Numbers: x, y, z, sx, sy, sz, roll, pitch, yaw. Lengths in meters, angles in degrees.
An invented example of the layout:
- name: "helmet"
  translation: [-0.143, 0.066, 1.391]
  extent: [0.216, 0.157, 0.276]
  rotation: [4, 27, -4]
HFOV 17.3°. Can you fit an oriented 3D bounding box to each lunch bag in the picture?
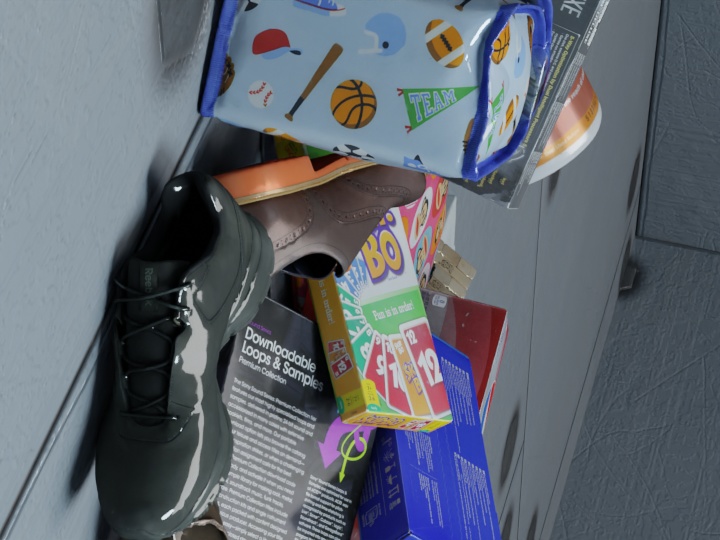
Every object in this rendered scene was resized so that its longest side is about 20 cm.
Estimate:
- name: "lunch bag"
  translation: [0.000, -0.014, 1.639]
  extent: [0.201, 0.081, 0.177]
  rotation: [85, 24, -57]
- name: "lunch bag"
  translation: [0.018, -0.130, 1.372]
  extent: [0.200, 0.169, 0.125]
  rotation: [-22, 127, -75]

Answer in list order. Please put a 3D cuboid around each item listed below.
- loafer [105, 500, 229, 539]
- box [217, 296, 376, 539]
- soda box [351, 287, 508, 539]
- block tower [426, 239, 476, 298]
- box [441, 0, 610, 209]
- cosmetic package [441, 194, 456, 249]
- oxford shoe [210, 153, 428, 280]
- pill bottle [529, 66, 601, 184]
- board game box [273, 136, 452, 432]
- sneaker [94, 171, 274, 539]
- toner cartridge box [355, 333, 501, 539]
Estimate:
- name: "loafer"
  translation: [-0.098, 0.206, 1.301]
  extent: [0.071, 0.072, 0.201]
  rotation: [47, -38, 46]
- name: "box"
  translation: [-0.056, 0.126, 1.421]
  extent: [0.143, 0.036, 0.202]
  rotation: [30, 69, -45]
- name: "soda box"
  translation: [0.047, 0.120, 1.647]
  extent: [0.063, 0.069, 0.202]
  rotation: [71, 35, -76]
- name: "block tower"
  translation: [0.020, 0.060, 1.754]
  extent: [0.054, 0.058, 0.201]
  rotation: [-21, -143, 52]
- name: "box"
  translation: [0.069, -0.162, 1.514]
  extent: [0.201, 0.157, 0.050]
  rotation: [-67, 169, 6]
- name: "cosmetic package"
  translation: [0.030, 0.055, 1.910]
  extent: [0.152, 0.051, 0.201]
  rotation: [87, 18, -45]
- name: "oxford shoe"
  translation: [-0.022, -0.031, 1.389]
  extent: [0.199, 0.071, 0.073]
  rotation: [-13, 90, -53]
- name: "pill bottle"
  translation: [0.080, -0.165, 1.635]
  extent: [0.201, 0.111, 0.113]
  rotation: [61, 32, -26]
- name: "board game box"
  translation: [0.000, 0.000, 1.471]
  extent: [0.095, 0.030, 0.202]
  rotation: [11, 57, -54]
- name: "sneaker"
  translation: [-0.103, 0.040, 1.222]
  extent: [0.091, 0.075, 0.202]
  rotation: [62, 33, -58]
- name: "toner cartridge box"
  translation: [0.038, 0.119, 1.520]
  extent: [0.095, 0.043, 0.201]
  rotation: [35, 32, -34]
